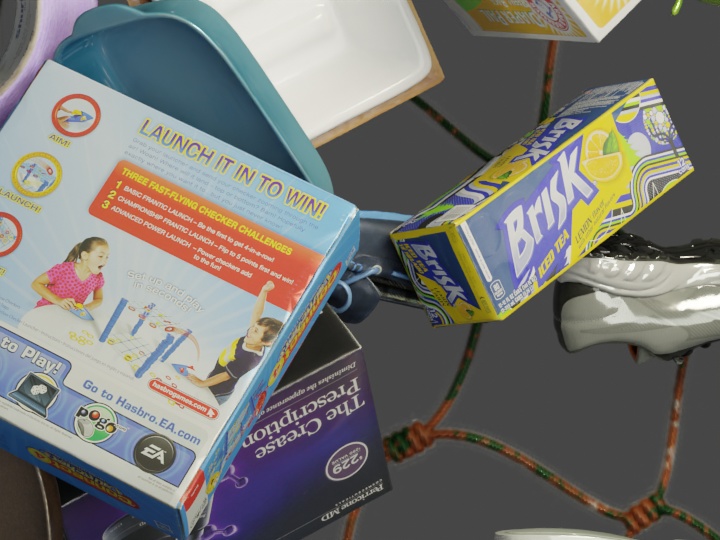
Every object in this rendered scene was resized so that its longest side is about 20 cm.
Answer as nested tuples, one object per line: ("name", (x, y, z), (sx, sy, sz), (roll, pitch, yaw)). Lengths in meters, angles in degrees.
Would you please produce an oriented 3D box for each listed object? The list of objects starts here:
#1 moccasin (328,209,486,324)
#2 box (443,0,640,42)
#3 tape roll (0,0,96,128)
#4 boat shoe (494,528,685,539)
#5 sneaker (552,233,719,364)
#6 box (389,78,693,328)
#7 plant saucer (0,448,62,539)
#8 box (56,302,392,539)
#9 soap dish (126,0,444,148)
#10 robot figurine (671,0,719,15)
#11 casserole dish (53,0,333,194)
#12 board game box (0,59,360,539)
("moccasin", (0.000, 0.000, 1.534), (0.200, 0.080, 0.068), (3, 83, -18))
("box", (0.103, -0.209, 1.485), (0.101, 0.200, 0.113), (-45, 107, -9))
("tape roll", (-0.255, -0.153, 1.435), (0.200, 0.066, 0.200), (-2, 96, -18))
("boat shoe", (0.177, 0.201, 1.621), (0.200, 0.076, 0.060), (9, 87, -18))
("sneaker", (0.215, 0.022, 1.622), (0.200, 0.074, 0.079), (3, 104, -13))
("box", (0.113, -0.042, 1.541), (0.200, 0.064, 0.070), (-36, 107, -36))
("plant saucer", (-0.231, 0.131, 1.428), (0.032, 0.200, 0.200), (-14, 102, -46))
("box", (-0.091, 0.112, 1.487), (0.200, 0.079, 0.141), (-28, 142, -14))
("soap dish", (-0.062, -0.169, 1.497), (0.157, 0.081, 0.200), (-29, 104, -13))
("robot figurine", (0.256, -0.244, 1.577), (0.200, 0.116, 0.176), (-33, 96, -12))
("casserole dish", (-0.088, -0.080, 1.426), (0.200, 0.121, 0.039), (57, 42, -27))
("board game box", (-0.132, 0.013, 1.353), (0.200, 0.056, 0.196), (26, 68, 12))
